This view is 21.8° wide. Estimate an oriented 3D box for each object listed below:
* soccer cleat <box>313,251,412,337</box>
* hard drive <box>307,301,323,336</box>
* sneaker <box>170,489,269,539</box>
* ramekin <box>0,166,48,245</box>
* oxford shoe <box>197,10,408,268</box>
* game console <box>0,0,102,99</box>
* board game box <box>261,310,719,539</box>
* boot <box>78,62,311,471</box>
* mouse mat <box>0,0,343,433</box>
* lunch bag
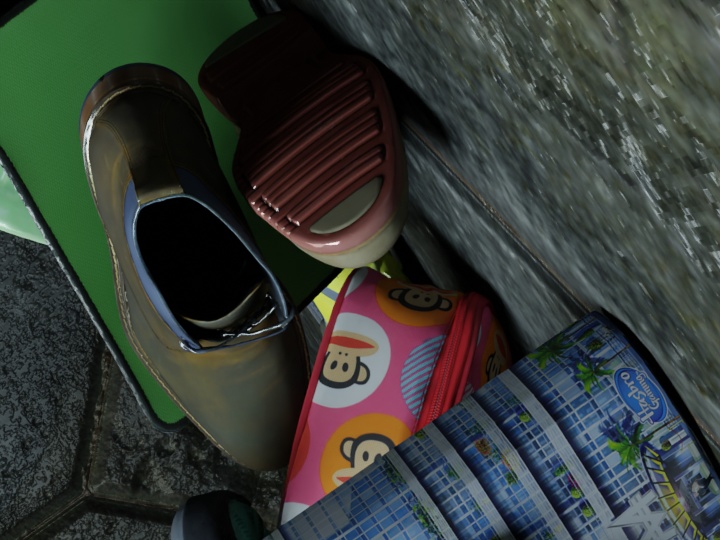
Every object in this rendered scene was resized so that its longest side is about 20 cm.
[{"bbox_3d":[0.001,0.000,0.954,0.084,0.065,0.201,23,151,42],"label":"soccer cleat"},{"bbox_3d":[-0.027,-0.010,1.129,0.135,0.042,0.200,54,175,10],"label":"hard drive"},{"bbox_3d":[-0.074,0.163,0.817,0.200,0.087,0.075,76,-174,-55],"label":"sneaker"},{"bbox_3d":[-0.165,-0.089,1.020,0.199,0.098,0.200,20,-166,-5],"label":"ramekin"},{"bbox_3d":[-0.010,-0.044,0.760,0.075,0.070,0.200,55,-175,-29],"label":"oxford shoe"},{"bbox_3d":[-0.172,-0.121,0.884,0.199,0.116,0.177,5,-125,-49],"label":"game console"},{"bbox_3d":[0.056,0.154,0.651,0.200,0.199,0.062,57,174,-24],"label":"board game box"},{"bbox_3d":[-0.063,0.022,0.764,0.097,0.074,0.201,-114,2,-61],"label":"boot"},{"bbox_3d":[-0.082,-0.050,0.835,0.008,0.161,0.201,-1,124,46],"label":"mouse mat"},{"bbox_3d":[0.014,0.112,0.857,0.081,0.177,0.200,12,157,14],"label":"lunch bag"}]
